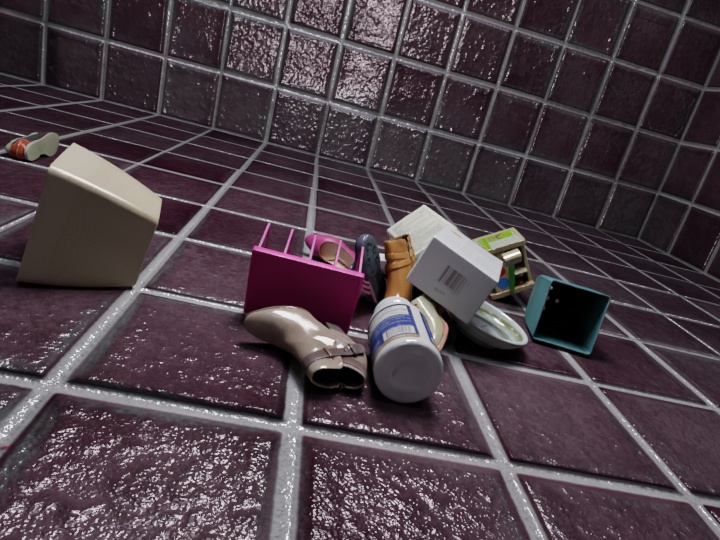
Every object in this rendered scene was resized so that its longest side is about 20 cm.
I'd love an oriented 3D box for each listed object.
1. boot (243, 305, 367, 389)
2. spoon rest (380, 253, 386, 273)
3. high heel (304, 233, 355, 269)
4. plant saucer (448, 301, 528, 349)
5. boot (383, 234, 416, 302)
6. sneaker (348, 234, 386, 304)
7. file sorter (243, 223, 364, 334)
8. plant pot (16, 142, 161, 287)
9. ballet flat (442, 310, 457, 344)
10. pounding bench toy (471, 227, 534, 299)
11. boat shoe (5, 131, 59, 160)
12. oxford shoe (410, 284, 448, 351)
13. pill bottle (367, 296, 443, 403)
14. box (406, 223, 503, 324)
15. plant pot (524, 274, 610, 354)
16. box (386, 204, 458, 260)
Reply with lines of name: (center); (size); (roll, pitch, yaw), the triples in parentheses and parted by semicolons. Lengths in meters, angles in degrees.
boot: (-0.083, 0.125, 0.808); (0.197, 0.071, 0.147); (9, 22, -19)
spoon rest: (0.089, -0.008, 1.324); (0.098, 0.062, 0.200); (6, 22, -27)
high heel: (-0.061, -0.035, 1.272); (0.198, 0.068, 0.096); (33, 11, 8)
plant saucer: (0.261, 0.117, 1.102); (0.198, 0.051, 0.201); (24, 20, -9)
boot: (0.076, 0.015, 1.068); (0.076, 0.158, 0.199); (-1, 16, 32)
sneaker: (0.000, 0.000, 1.079); (0.081, 0.202, 0.071); (12, 52, 23)
file sorter: (-0.100, 0.009, 0.960); (0.197, 0.141, 0.126); (14, 34, -5)
plant pot: (-0.464, -0.083, 0.913); (0.175, 0.202, 0.200); (19, 16, -25)
ballet flat: (0.169, 0.092, 1.108); (0.065, 0.058, 0.200); (3, 21, -11)
pounding bench toy: (0.393, 0.000, 1.376); (0.122, 0.158, 0.200); (-16, 18, 7)
boat shoe: (-0.949, -0.366, 1.492); (0.061, 0.072, 0.201); (10, 24, -7)
oxford shoe: (0.121, 0.098, 0.990); (0.073, 0.071, 0.201); (35, 25, -14)
pill bottle: (0.068, 0.122, 0.866); (0.109, 0.113, 0.200); (13, 19, -8)
box: (0.201, 0.000, 1.062); (0.151, 0.107, 0.200); (36, 20, 9)
plant pot: (0.487, 0.090, 1.256); (0.139, 0.144, 0.200); (16, 11, 2)
box: (0.169, -0.063, 1.293); (0.127, 0.110, 0.200); (-33, 28, -1)
